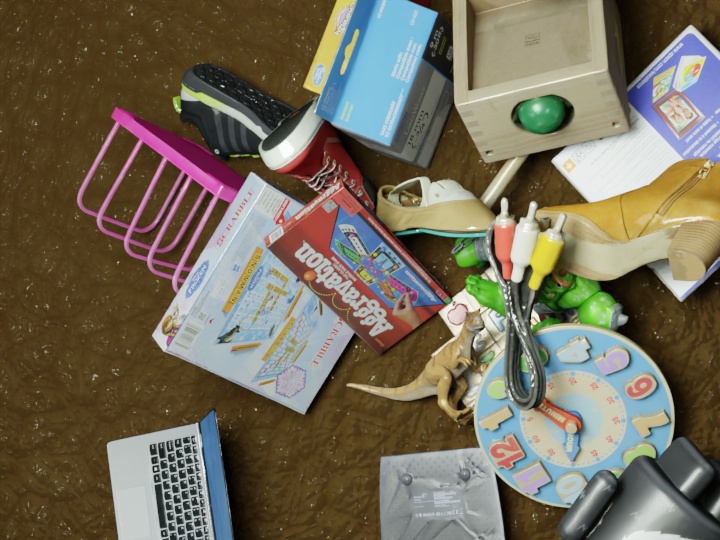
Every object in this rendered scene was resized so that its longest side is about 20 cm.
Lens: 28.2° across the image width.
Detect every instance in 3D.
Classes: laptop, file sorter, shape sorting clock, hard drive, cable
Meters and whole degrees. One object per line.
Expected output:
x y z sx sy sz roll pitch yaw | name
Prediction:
-0.207 0.262 1.561 0.197 0.116 0.190 -13 78 19 | laptop
-0.193 -0.062 1.558 0.199 0.138 0.126 35 99 37 | file sorter
0.210 0.147 1.415 0.197 0.039 0.203 5 115 10 | shape sorting clock
0.090 0.288 1.483 0.133 0.042 0.203 -8 81 20 | hard drive
0.144 0.030 1.361 0.096 0.050 0.203 19 105 40 | cable

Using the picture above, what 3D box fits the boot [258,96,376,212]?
-0.033 -0.097 1.475 0.072 0.200 0.145 -31 98 13 | boot

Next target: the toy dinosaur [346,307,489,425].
0.083 0.113 1.500 0.200 0.060 0.107 -43 64 36 | toy dinosaur

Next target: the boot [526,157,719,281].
0.270 -0.057 1.376 0.199 0.071 0.144 11 44 31 | boot

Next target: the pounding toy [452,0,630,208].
0.176 -0.183 1.457 0.182 0.142 0.202 -11 56 19 | pounding toy

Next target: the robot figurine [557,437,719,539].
0.276 0.261 1.370 0.150 0.125 0.201 42 99 19 | robot figurine

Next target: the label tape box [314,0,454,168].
0.039 -0.196 1.476 0.063 0.200 0.146 21 91 21 | label tape box

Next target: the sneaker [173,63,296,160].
-0.128 -0.157 1.621 0.199 0.071 0.084 36 124 20 | sneaker

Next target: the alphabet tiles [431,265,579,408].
0.173 0.091 1.494 0.166 0.006 0.201 -39 72 13 | alphabet tiles

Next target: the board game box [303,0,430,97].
0.018 -0.265 1.519 0.040 0.153 0.203 22 92 20 | board game box

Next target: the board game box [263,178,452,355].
0.000 0.000 1.483 0.102 0.200 0.020 -36 37 13 | board game box

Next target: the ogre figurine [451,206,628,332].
0.186 0.025 1.448 0.120 0.097 0.202 -43 55 29 | ogre figurine

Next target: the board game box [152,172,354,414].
-0.086 0.028 1.505 0.201 0.198 0.041 -57 37 5 | board game box

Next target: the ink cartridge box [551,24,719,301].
0.328 -0.106 1.440 0.197 0.047 0.201 -43 73 10 | ink cartridge box

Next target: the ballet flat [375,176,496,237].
0.072 -0.065 1.472 0.199 0.068 0.064 1 95 57 | ballet flat
